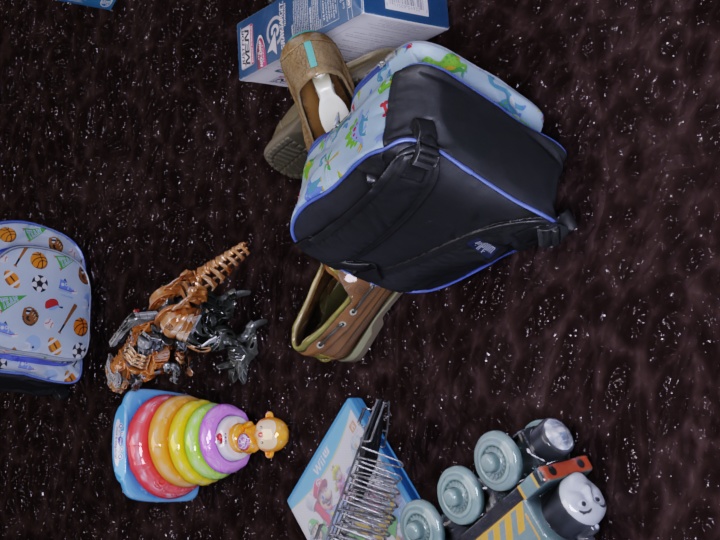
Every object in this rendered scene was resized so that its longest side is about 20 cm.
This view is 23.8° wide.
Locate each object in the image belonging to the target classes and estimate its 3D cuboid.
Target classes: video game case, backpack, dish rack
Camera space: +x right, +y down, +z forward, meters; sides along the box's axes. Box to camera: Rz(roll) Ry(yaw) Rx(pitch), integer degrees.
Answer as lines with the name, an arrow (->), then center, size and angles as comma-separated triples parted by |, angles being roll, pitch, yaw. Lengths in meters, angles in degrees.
video game case -> 0.006, 0.236, 1.553 | 0.143, 0.018, 0.200 | -61, 43, 31
backpack -> 0.051, -0.077, 1.397 | 0.200, 0.183, 0.147 | -34, 37, 46
backpack -> -0.404, 0.038, 1.994 | 0.154, 0.200, 0.191 | -26, 60, 44
dish rack -> 0.001, 0.214, 1.429 | 0.154, 0.054, 0.200 | 97, -168, -59

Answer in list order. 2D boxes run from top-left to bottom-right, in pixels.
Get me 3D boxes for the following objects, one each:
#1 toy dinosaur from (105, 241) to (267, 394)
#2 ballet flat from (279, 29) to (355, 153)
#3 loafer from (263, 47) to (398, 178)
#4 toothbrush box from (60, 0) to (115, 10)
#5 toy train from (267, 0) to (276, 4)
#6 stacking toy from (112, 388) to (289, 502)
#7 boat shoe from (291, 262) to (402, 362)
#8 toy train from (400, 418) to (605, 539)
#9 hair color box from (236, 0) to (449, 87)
toy dinosaur -> -0.171, 0.055, 1.702 | 0.200, 0.136, 0.102 | -30, 58, 37
ballet flat -> -0.016, -0.118, 1.494 | 0.072, 0.068, 0.200 | -110, 0, -48
loafer -> -0.017, -0.156, 1.571 | 0.200, 0.076, 0.068 | -28, 42, 39
toothbrush box -> -0.305, -0.429, 1.981 | 0.200, 0.085, 0.147 | -55, 45, 35
toy train -> -0.052, -0.341, 1.641 | 0.114, 0.085, 0.201 | -11, 78, 43
stacking toy -> -0.147, 0.172, 1.714 | 0.200, 0.110, 0.116 | -9, 77, 42
boat shoe -> 0.000, 0.000, 1.542 | 0.072, 0.068, 0.200 | 47, 122, 46
toy train -> 0.114, 0.202, 1.354 | 0.200, 0.085, 0.114 | -48, 63, 38
hair color box -> -0.020, -0.224, 1.564 | 0.200, 0.100, 0.061 | -20, 70, 51
